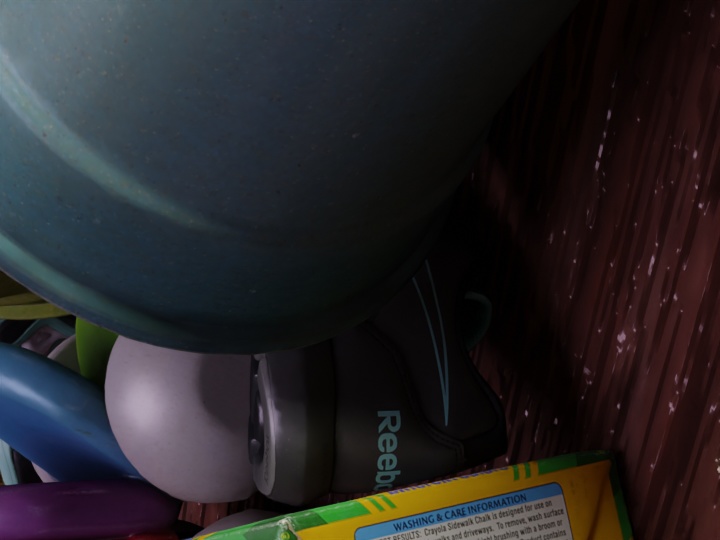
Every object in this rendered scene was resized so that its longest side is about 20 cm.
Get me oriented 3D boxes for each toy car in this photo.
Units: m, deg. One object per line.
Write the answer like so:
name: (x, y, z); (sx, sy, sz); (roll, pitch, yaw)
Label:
toy car: (-0.099, 0.102, 0.920); (0.175, 0.149, 0.201); (-19, 83, 65)

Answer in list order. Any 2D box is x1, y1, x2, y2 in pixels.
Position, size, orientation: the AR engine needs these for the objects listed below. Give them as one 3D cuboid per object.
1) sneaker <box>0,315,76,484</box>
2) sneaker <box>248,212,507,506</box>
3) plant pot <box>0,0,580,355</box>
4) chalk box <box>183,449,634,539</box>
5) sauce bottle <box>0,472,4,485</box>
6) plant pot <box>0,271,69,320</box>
sneaker: (-0.165, -0.001, 1.100); (0.140, 0.077, 0.201); (52, 143, 43)
sneaker: (0.000, 0.000, 0.772); (0.200, 0.079, 0.076); (-96, 7, -47)
plant pot: (-0.015, -0.108, 0.639); (0.196, 0.200, 0.201); (-45, 59, 51)
chalk box: (-0.009, 0.137, 0.756); (0.200, 0.124, 0.124); (-19, 82, 56)
sauce bottle: (-0.169, 0.183, 1.197); (0.201, 0.066, 0.066); (69, 153, 20)
plant pot: (-0.152, -0.060, 0.792); (0.184, 0.200, 0.201); (-46, -48, -72)
